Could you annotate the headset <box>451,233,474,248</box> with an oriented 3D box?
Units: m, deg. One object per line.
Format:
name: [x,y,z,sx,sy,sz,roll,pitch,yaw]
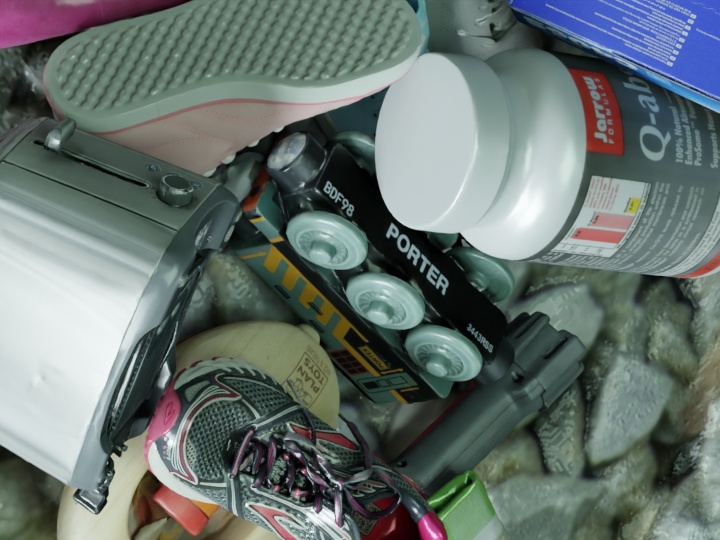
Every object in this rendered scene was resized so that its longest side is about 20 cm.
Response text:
headset: [0.141,-0.055,1.574,0.200,0.094,0.124,-10,122,-12]

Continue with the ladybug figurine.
ladybug figurine: [-0.095,0.106,1.492,0.200,0.072,0.136,-47,122,-13]

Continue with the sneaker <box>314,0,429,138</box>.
sneaker: [0.008,-0.124,1.490,0.074,0.082,0.200,-37,119,-18]

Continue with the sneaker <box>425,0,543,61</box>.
sneaker: [0.070,-0.163,1.500,0.074,0.116,0.200,-45,123,-16]

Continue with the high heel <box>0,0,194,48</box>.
high heel: [-0.134,-0.142,1.419,0.200,0.067,0.096,5,125,-44]

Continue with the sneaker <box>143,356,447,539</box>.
sneaker: [-0.031,0.108,1.442,0.200,0.075,0.081,27,88,-38]

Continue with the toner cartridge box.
toner cartridge box: [0.188,-0.137,1.406,0.095,0.200,0.043,-63,166,-1]

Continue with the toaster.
toaster: [-0.155,0.018,1.370,0.200,0.129,0.114,-66,173,32]

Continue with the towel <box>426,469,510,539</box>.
towel: [0.039,0.220,1.594,0.149,0.031,0.200,-44,142,-18]

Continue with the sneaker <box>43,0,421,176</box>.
sneaker: [-0.068,-0.097,1.427,0.200,0.105,0.075,-12,65,-7]

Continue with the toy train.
toy train: [0.000,0.000,1.499,0.200,0.114,0.085,44,52,-30]

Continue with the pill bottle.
pill bottle: [0.116,-0.060,1.453,0.200,0.116,0.116,5,100,-34]

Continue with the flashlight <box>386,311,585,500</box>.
flashlight: [0.045,0.106,1.588,0.200,0.068,0.068,-44,158,-20]
